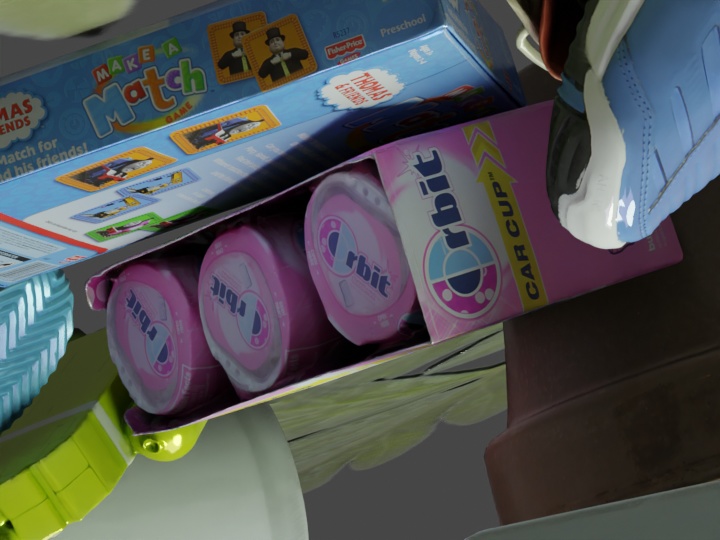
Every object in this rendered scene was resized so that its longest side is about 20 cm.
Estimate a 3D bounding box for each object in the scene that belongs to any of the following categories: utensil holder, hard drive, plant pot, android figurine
[{"bbox_3d":[-0.155,0.143,1.361,0.200,0.170,0.170,-7,167,-30],"label":"utensil holder"},{"bbox_3d":[0.122,0.087,0.863,0.132,0.027,0.200,-14,170,16],"label":"hard drive"},{"bbox_3d":[0.125,-0.002,0.978,0.200,0.175,0.200,-16,171,-3],"label":"plant pot"},{"bbox_3d":[-0.139,0.076,1.102,0.182,0.041,0.200,-22,-160,27],"label":"android figurine"}]

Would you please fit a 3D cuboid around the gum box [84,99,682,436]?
[{"bbox_3d":[0.000,0.000,0.906,0.113,0.066,0.200,-17,178,-37],"label":"gum box"}]

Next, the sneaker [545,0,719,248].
[{"bbox_3d":[0.123,-0.076,0.616,0.200,0.077,0.076,-45,158,-11],"label":"sneaker"}]

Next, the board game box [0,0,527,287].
[{"bbox_3d":[-0.055,-0.046,0.837,0.200,0.037,0.151,-18,171,10],"label":"board game box"}]

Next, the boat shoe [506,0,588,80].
[{"bbox_3d":[0.065,-0.082,0.694,0.071,0.063,0.200,22,172,11],"label":"boat shoe"}]

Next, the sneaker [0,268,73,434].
[{"bbox_3d":[-0.204,0.051,1.033,0.200,0.081,0.077,-38,144,7],"label":"sneaker"}]
